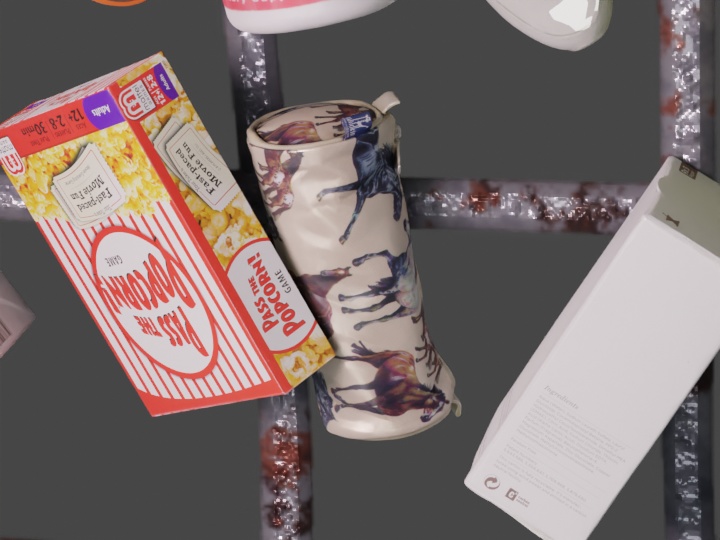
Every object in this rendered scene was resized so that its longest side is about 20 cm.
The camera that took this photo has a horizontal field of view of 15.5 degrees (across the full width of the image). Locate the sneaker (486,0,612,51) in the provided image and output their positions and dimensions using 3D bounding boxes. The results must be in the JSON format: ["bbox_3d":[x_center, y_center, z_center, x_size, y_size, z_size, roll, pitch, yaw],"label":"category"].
[{"bbox_3d":[0.065,-0.198,1.427,0.075,0.100,0.200,-31,102,19],"label":"sneaker"}]

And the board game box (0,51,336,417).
[{"bbox_3d":[-0.117,-0.016,1.528,0.151,0.046,0.200,-14,109,55],"label":"board game box"}]

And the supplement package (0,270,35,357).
[{"bbox_3d":[-0.321,0.052,1.602,0.200,0.121,0.120,-32,100,23],"label":"supplement package"}]

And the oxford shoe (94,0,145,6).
[{"bbox_3d":[-0.133,-0.237,1.437,0.071,0.073,0.200,7,141,-4],"label":"oxford shoe"}]

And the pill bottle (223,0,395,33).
[{"bbox_3d":[-0.041,-0.237,1.432,0.109,0.109,0.200,-8,108,16],"label":"pill bottle"}]

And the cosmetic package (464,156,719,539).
[{"bbox_3d":[0.148,0.046,1.493,0.081,0.113,0.200,33,116,0],"label":"cosmetic package"}]

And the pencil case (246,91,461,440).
[{"bbox_3d":[0.000,0.000,1.528,0.089,0.078,0.200,-13,107,2],"label":"pencil case"}]
